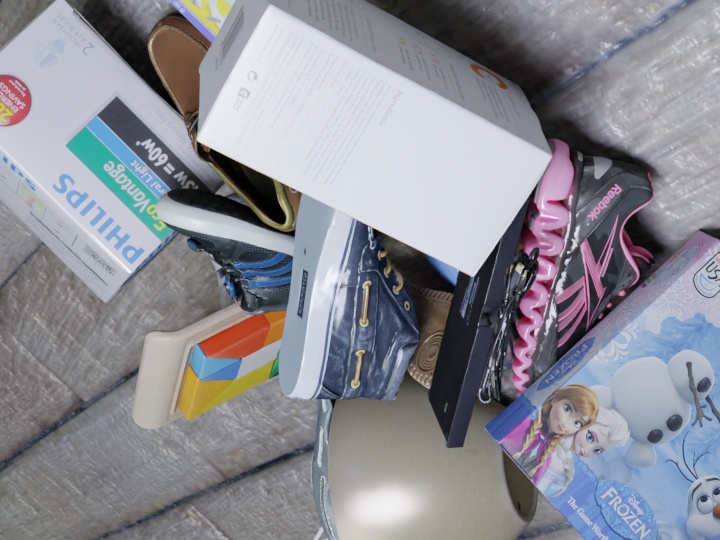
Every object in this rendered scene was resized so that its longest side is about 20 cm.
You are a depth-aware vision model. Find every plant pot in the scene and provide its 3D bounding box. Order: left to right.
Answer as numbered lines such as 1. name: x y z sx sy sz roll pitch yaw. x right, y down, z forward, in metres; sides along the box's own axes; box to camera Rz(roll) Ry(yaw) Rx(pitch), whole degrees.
1. plant pot: 0.074 0.177 1.292 0.134 0.201 0.201 -11 127 24

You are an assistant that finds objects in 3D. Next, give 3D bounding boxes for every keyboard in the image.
1. keyboard: 0.085 0.026 1.012 0.020 0.127 0.201 8 111 -12

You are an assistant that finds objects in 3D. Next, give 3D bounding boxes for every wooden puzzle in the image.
1. wooden puzzle: -0.097 0.069 1.316 0.037 0.199 0.185 59 155 20

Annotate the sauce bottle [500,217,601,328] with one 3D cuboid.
1. sauce bottle: 0.138 0.022 1.119 0.066 0.066 0.200 -5 129 50

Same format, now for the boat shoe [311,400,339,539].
1. boat shoe: -0.015 0.168 1.378 0.072 0.062 0.201 5 103 11

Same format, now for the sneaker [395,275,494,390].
1. sneaker: 0.077 0.068 1.187 0.108 0.070 0.200 38 177 -29

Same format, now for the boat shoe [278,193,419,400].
1. boat shoe: 0.000 0.000 1.117 0.071 0.090 0.201 -141 59 -63

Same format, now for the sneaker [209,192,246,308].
1. sneaker: -0.100 -0.008 1.340 0.099 0.078 0.200 48 151 16

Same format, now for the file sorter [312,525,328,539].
1. file sorter: 0.039 0.312 1.485 0.200 0.125 0.139 34 -169 9

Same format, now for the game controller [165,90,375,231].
1. game controller: -0.074 -0.089 1.236 0.199 0.042 0.104 27 162 20

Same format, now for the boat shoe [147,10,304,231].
1. boat shoe: -0.098 -0.116 1.151 0.200 0.068 0.072 47 126 7

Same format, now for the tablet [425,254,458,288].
1. tablet: 0.035 -0.054 1.127 0.200 0.014 0.130 56 176 -24

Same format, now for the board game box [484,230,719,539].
1. board game box: 0.222 0.114 1.026 0.200 0.199 0.043 47 180 -14

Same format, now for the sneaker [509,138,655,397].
1. sneaker: 0.152 0.010 1.033 0.095 0.079 0.201 4 119 -4

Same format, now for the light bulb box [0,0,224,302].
1. light bulb box: -0.228 -0.092 1.252 0.198 0.125 0.200 45 163 -6

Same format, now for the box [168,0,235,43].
1. box: -0.059 -0.213 1.040 0.117 0.048 0.200 43 148 -7

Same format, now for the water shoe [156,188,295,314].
1. water shoe: -0.080 -0.002 1.181 0.199 0.079 0.071 19 -169 -39

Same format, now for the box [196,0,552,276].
1. box: 0.005 -0.101 0.957 0.199 0.125 0.098 26 112 -16
